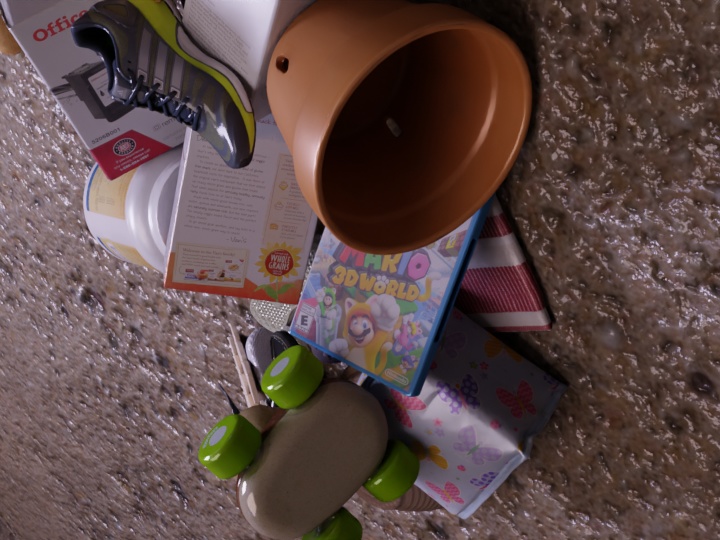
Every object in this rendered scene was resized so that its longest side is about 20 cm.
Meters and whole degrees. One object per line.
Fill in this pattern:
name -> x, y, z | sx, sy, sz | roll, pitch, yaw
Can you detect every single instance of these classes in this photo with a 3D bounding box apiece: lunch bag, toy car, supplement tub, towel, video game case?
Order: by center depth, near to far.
video game case -> 0.025, -0.009, 1.047 | 0.143, 0.018, 0.200 | 26, 101, 31
towel -> 0.088, -0.031, 1.095 | 0.144, 0.023, 0.200 | -4, 119, 50
toy car -> -0.069, 0.159, 1.131 | 0.164, 0.158, 0.200 | 46, 170, -20
lunch bag -> 0.076, 0.139, 1.159 | 0.169, 0.127, 0.200 | 35, 138, 5
supplement tub -> -0.198, -0.069, 1.272 | 0.200, 0.145, 0.145 | 13, 131, 57

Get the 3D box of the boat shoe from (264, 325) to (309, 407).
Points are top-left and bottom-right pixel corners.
boat shoe -> -0.076, 0.161, 1.322 | 0.072, 0.068, 0.201 | 20, 121, 52

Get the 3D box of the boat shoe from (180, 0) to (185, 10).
boat shoe -> -0.122, -0.221, 1.137 | 0.066, 0.072, 0.201 | 18, 134, 55

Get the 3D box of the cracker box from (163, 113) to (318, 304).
cracker box -> -0.106, -0.074, 1.127 | 0.058, 0.134, 0.200 | -110, 32, -63

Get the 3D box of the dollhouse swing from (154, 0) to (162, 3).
dollhouse swing -> -0.161, -0.373, 0.964 | 0.176, 0.182, 0.200 | 40, 147, 1

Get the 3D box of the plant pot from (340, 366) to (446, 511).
plant pot -> 0.033, 0.195, 1.306 | 0.201, 0.093, 0.201 | 33, 142, 30

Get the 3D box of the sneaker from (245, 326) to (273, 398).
sneaker -> -0.086, 0.164, 1.437 | 0.200, 0.075, 0.114 | 54, 147, -3

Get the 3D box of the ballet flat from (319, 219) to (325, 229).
ballet flat -> 0.000, 0.000, 1.184 | 0.067, 0.070, 0.200 | 9, 128, 42

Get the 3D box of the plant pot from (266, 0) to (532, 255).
plant pot -> 0.016, -0.132, 0.950 | 0.140, 0.200, 0.200 | 45, 150, 41

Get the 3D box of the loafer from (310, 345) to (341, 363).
loafer -> -0.021, 0.074, 1.206 | 0.072, 0.063, 0.200 | 31, 179, -1

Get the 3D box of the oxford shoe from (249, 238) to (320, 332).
oxford shoe -> -0.067, 0.007, 1.281 | 0.075, 0.058, 0.200 | 42, 150, 1

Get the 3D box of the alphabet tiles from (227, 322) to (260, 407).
alphabet tiles -> -0.130, 0.170, 1.462 | 0.200, 0.015, 0.196 | -117, 14, -54

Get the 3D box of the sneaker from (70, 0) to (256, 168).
sneaker -> -0.166, -0.155, 1.007 | 0.200, 0.081, 0.074 | 46, 147, 13

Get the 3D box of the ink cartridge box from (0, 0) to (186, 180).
ink cartridge box -> -0.234, -0.208, 1.149 | 0.083, 0.145, 0.200 | 60, 178, 45

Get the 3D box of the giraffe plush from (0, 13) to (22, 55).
giraffe plush -> -0.318, -0.265, 1.275 | 0.200, 0.173, 0.162 | 13, 153, 31

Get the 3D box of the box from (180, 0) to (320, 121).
box -> -0.068, -0.237, 0.996 | 0.097, 0.124, 0.200 | 45, 146, 13
